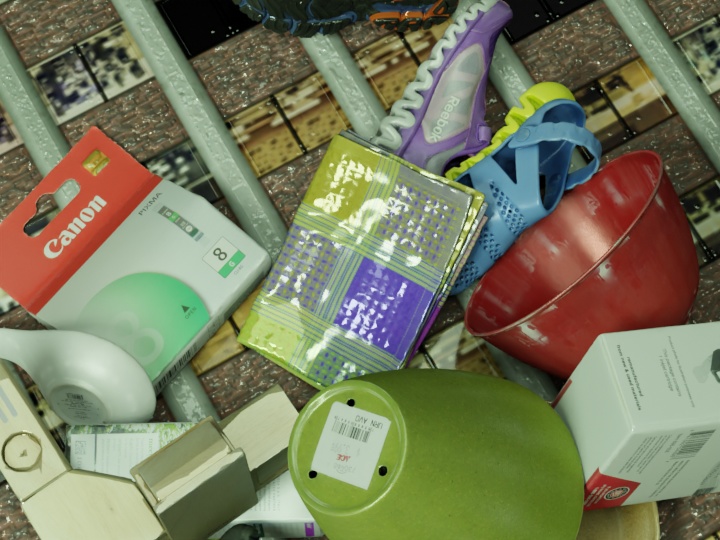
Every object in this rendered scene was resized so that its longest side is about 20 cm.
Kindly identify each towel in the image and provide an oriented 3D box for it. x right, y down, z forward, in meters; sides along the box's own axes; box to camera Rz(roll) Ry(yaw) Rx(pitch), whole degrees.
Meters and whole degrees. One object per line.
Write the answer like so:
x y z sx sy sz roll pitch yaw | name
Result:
0.000 0.000 1.503 0.143 0.023 0.201 29 96 14 | towel

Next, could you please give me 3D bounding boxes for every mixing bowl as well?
0.190 0.013 1.472 0.108 0.200 0.200 45 74 -14 | mixing bowl

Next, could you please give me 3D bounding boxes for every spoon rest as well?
-0.251 0.080 1.480 0.198 0.100 0.061 7 43 15 | spoon rest

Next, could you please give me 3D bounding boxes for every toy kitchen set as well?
-0.163 0.103 1.344 0.199 0.163 0.181 -33 76 -10 | toy kitchen set

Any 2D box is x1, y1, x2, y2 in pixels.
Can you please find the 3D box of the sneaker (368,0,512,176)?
0.077 -0.133 1.567 0.088 0.081 0.201 32 78 3 | sneaker

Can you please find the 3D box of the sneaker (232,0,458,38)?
-0.017 -0.249 1.611 0.198 0.075 0.079 0 62 -9 | sneaker

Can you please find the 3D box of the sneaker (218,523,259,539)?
-0.154 0.254 1.372 0.088 0.074 0.200 33 78 16 | sneaker

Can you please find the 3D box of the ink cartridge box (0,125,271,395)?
-0.196 -0.011 1.531 0.200 0.050 0.161 39 74 9 | ink cartridge box

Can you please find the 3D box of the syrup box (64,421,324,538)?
-0.125 0.162 1.454 0.198 0.082 0.079 -1 73 -2 | syrup box

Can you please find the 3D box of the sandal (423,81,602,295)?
0.121 -0.062 1.517 0.200 0.079 0.087 -52 38 -4 | sandal

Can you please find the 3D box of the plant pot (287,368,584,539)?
0.036 0.144 1.347 0.186 0.200 0.189 -10 69 27 | plant pot

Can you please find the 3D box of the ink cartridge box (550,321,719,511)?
0.256 0.106 1.421 0.198 0.145 0.084 -4 61 -19 | ink cartridge box

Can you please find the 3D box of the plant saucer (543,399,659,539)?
0.131 0.201 1.469 0.198 0.035 0.202 0 70 0 | plant saucer
